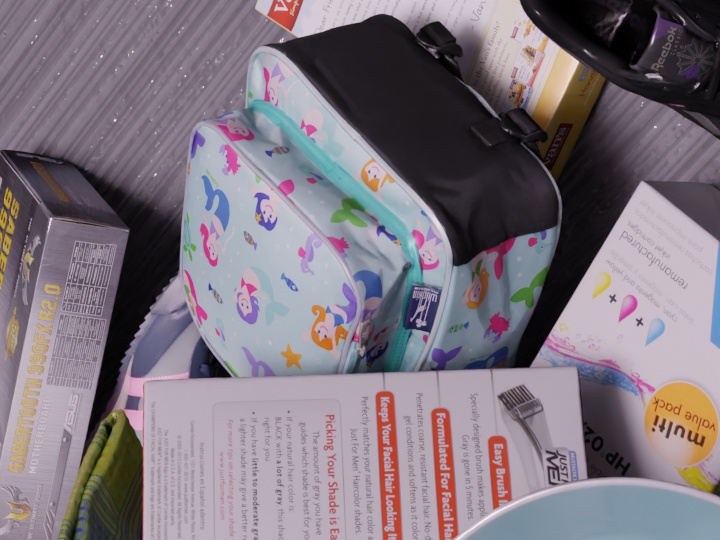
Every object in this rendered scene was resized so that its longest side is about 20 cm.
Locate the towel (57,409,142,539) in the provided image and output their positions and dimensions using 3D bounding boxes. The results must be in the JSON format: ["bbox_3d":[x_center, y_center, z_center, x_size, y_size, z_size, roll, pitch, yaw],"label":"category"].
[{"bbox_3d":[-0.092,0.185,1.168,0.023,0.144,0.200,-20,120,21],"label":"towel"}]

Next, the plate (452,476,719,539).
[{"bbox_3d":[0.110,0.174,0.963,0.199,0.026,0.201,1,112,2],"label":"plate"}]

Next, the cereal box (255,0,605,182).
[{"bbox_3d":[0.048,-0.153,1.159,0.200,0.039,0.144,37,113,30],"label":"cereal box"}]

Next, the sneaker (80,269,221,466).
[{"bbox_3d":[-0.097,0.080,1.270,0.082,0.070,0.201,32,116,15],"label":"sneaker"}]

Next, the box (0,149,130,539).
[{"bbox_3d":[-0.192,0.047,1.296,0.158,0.048,0.201,-138,59,-65],"label":"box"}]

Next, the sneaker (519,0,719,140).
[{"bbox_3d":[0.161,-0.090,1.028,0.199,0.088,0.076,26,107,16],"label":"sneaker"}]

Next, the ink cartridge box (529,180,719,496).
[{"bbox_3d":[0.141,0.071,1.080,0.115,0.068,0.201,42,116,30],"label":"ink cartridge box"}]

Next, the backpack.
[{"bbox_3d":[0.000,0.000,1.121,0.178,0.150,0.201,47,148,33],"label":"backpack"}]

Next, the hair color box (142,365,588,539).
[{"bbox_3d":[0.003,0.108,1.015,0.199,0.064,0.111,-2,59,-1],"label":"hair color box"}]
